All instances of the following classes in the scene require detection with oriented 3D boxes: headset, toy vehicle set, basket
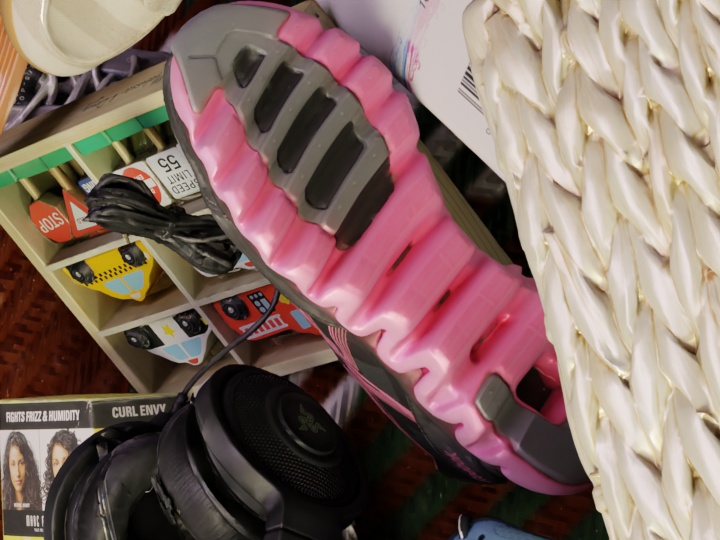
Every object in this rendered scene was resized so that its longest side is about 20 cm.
[{"bbox_3d":[-0.063,0.068,0.895,0.123,0.094,0.201,-27,48,43],"label":"headset"},{"bbox_3d":[-0.049,-0.018,0.996,0.199,0.124,0.027,-17,27,48],"label":"toy vehicle set"},{"bbox_3d":[0.122,-0.001,0.665,0.123,0.135,0.201,-27,71,35],"label":"basket"}]

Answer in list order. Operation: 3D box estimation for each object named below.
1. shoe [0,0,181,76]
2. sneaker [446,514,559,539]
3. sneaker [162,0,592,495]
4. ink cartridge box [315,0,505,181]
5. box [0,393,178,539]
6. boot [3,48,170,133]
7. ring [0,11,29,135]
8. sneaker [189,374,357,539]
[{"bbox_3d":[-0.062,-0.150,0.941,0.201,0.070,0.053,-57,32,14],"label":"shoe"},{"bbox_3d":[0.027,0.121,0.807,0.198,0.079,0.090,-9,46,8],"label":"sneaker"},{"bbox_3d":[0.000,0.000,0.901,0.200,0.079,0.095,49,157,-9],"label":"sneaker"},{"bbox_3d":[0.071,-0.117,0.885,0.200,0.084,0.146,46,118,43],"label":"ink cartridge box"},{"bbox_3d":[-0.101,0.149,1.060,0.075,0.050,0.202,-3,89,50],"label":"box"},{"bbox_3d":[-0.106,-0.058,1.070,0.199,0.095,0.074,-17,53,48],"label":"boot"},{"bbox_3d":[-0.166,-0.078,1.068,0.200,0.019,0.202,-38,42,45],"label":"ring"},{"bbox_3d":[0.001,0.127,0.947,0.115,0.073,0.202,-15,82,47],"label":"sneaker"}]
